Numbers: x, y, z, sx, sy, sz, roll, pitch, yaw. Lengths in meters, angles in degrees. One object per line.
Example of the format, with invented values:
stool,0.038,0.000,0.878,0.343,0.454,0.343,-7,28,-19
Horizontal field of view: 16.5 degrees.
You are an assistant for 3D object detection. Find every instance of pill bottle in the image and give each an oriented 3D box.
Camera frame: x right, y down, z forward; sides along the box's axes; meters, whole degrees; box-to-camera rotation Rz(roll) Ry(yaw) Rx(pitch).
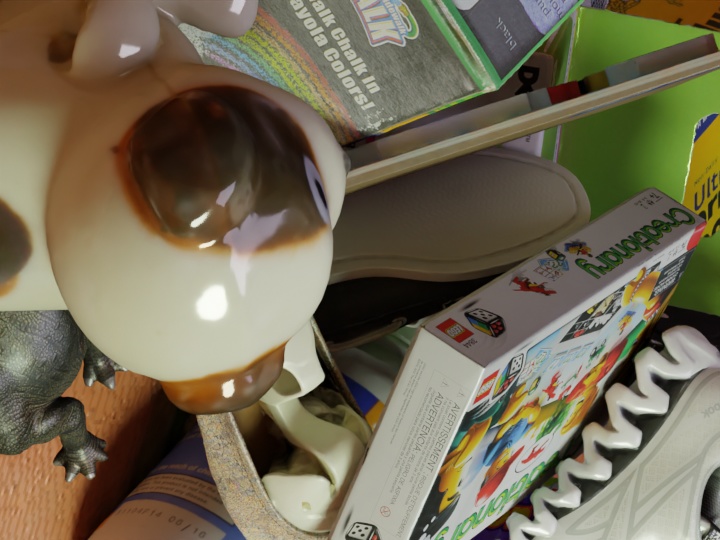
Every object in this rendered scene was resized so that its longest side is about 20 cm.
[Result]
pill bottle,-0.028,0.102,1.128,0.200,0.112,0.112,-47,145,-35

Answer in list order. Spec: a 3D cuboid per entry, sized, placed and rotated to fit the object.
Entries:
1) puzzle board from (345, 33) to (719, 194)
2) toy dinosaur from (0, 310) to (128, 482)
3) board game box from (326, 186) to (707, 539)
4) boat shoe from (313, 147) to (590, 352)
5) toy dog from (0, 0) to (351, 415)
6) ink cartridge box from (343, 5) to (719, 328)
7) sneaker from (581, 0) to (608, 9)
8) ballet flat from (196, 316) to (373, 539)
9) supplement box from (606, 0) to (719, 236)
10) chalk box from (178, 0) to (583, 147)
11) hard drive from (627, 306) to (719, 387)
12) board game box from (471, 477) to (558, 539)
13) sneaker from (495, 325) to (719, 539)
puzzle board,0.056,-0.059,0.986,0.200,0.151,0.017,-19,91,-11
toy dinosaur,-0.122,0.019,0.941,0.200,0.077,0.102,-55,163,-16
board game box,0.066,0.049,1.036,0.200,0.035,0.126,-29,148,-52
boat shoe,0.000,0.000,1.065,0.200,0.074,0.060,-14,140,-10
toy dog,-0.096,-0.037,0.813,0.194,0.200,0.140,-37,138,-46
ink cartridge box,0.082,-0.044,1.119,0.076,0.200,0.148,-59,157,-60
sneaker,0.081,-0.160,1.193,0.140,0.078,0.200,-36,147,-49
ballet flat,-0.032,0.053,0.995,0.068,0.067,0.200,-40,119,-25
supplement box,0.151,-0.051,1.346,0.109,0.109,0.200,-49,146,-34
chalk box,0.015,-0.133,0.916,0.124,0.200,0.124,-46,108,-37
hard drive,0.116,0.026,1.240,0.140,0.200,0.038,-5,115,-61
board game box,0.055,0.161,1.185,0.045,0.200,0.135,51,60,-37
sneaker,0.108,0.122,1.088,0.200,0.081,0.075,-52,164,0
